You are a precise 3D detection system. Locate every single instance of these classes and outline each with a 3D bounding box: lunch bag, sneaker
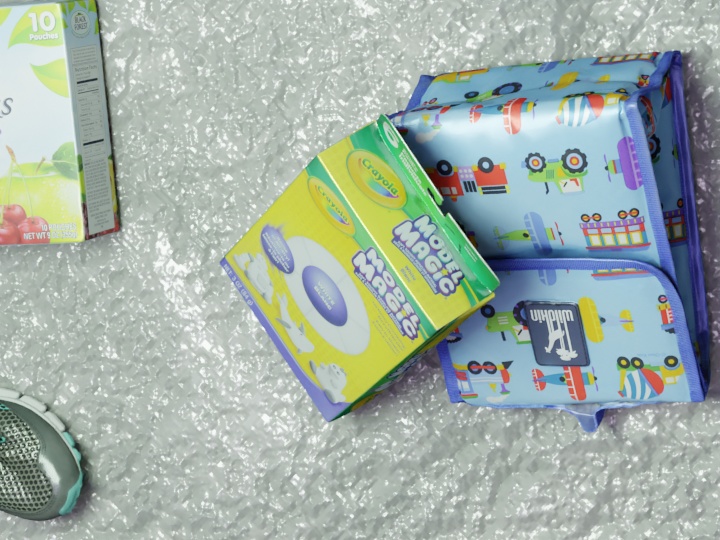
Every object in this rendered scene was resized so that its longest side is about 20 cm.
[{"bbox_3d":[0.108,-0.008,1.539,0.150,0.094,0.200,-4,110,23],"label":"lunch bag"},{"bbox_3d":[-0.262,0.095,1.695,0.200,0.091,0.078,29,110,15],"label":"sneaker"}]

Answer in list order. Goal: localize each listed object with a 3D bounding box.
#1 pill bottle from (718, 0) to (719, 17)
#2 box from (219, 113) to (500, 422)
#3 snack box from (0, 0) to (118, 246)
[{"bbox_3d":[0.233,-0.205,1.427,0.111,0.111,0.200,-1,99,23],"label":"pill bottle"},{"bbox_3d":[0.000,0.000,1.535,0.117,0.048,0.200,55,150,6],"label":"box"},{"bbox_3d":[-0.248,-0.085,1.679,0.200,0.053,0.143,-3,97,23],"label":"snack box"}]
